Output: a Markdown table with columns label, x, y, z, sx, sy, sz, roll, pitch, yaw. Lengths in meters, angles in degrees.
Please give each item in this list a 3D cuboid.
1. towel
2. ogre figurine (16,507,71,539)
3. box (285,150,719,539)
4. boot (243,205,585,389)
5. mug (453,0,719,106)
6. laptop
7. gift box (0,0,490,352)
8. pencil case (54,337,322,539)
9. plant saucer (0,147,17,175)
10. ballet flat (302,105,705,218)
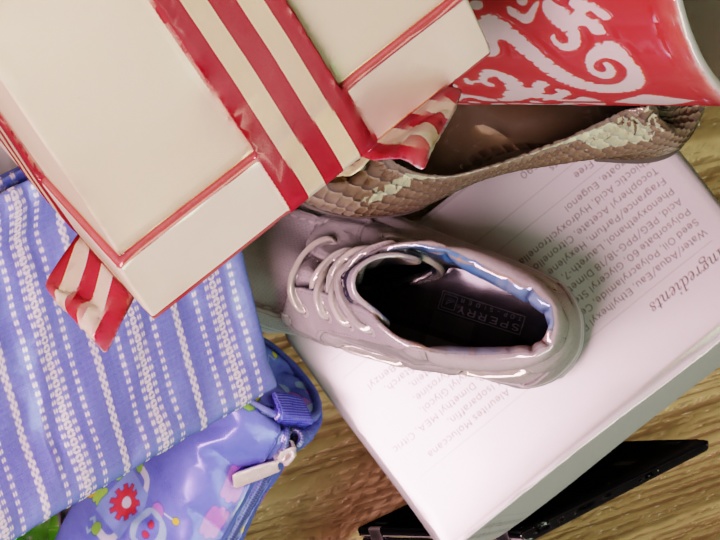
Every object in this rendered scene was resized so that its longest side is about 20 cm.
| label | x | y | z | sx | sy | sz | roll | pitch | yaw |
| --- | --- | --- | --- | --- | --- | --- | --- | --- | --- |
| towel | -0.121 | 0.026 | 1.146 | 0.199 | 0.024 | 0.146 | -29 | 118 | -34 |
| ogre figurine | -0.212 | 0.117 | 1.285 | 0.119 | 0.098 | 0.200 | -28 | 135 | 14 |
| box | 0.091 | 0.024 | 1.378 | 0.200 | 0.131 | 0.199 | -39 | 171 | 5 |
| boot | 0.000 | 0.000 | 1.243 | 0.096 | 0.199 | 0.074 | 39 | 64 | -80 |
| mug | 0.075 | -0.143 | 1.160 | 0.133 | 0.199 | 0.178 | 48 | 51 | -44 |
| laptop | 0.081 | 0.183 | 1.562 | 0.199 | 0.117 | 0.187 | -24 | -173 | -27 |
| gift box | -0.076 | -0.100 | 1.031 | 0.184 | 0.200 | 0.187 | -35 | 137 | -4 |
| pencil case | -0.089 | 0.119 | 1.286 | 0.078 | 0.087 | 0.201 | 17 | 109 | -44 |
| plant saucer | -0.108 | -0.066 | 1.204 | 0.199 | 0.050 | 0.201 | -27 | 146 | -20 |
| ballet flat | 0.057 | -0.065 | 1.237 | 0.199 | 0.068 | 0.046 | -7 | 158 | -14 |
